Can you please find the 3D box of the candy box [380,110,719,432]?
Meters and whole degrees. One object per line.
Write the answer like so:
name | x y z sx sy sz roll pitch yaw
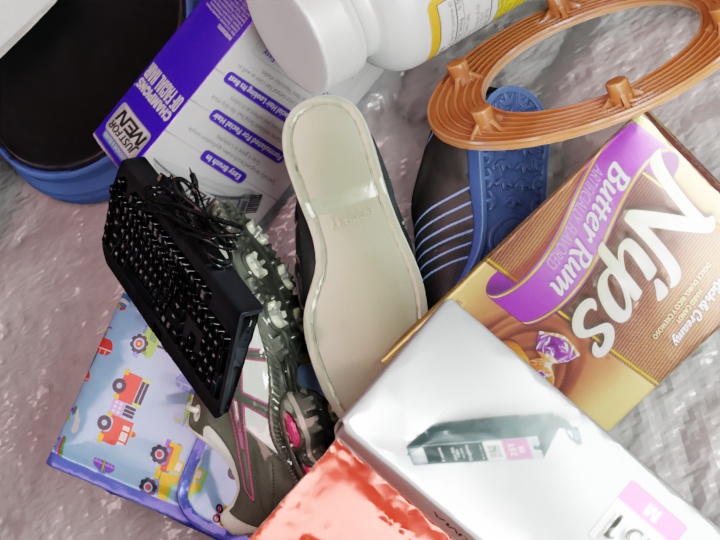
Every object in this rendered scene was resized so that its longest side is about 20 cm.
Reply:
candy box | 0.123 0.020 1.373 0.200 0.056 0.117 -43 89 11

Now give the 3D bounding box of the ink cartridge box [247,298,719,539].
ink cartridge box | 0.064 0.144 1.312 0.200 0.044 0.174 41 73 2

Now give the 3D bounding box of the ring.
ring | 0.129 -0.126 1.415 0.200 0.019 0.201 -20 23 9

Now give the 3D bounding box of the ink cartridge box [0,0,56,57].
ink cartridge box | -0.294 -0.251 1.741 0.084 0.146 0.200 -41 35 15

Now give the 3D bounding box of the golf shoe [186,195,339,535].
golf shoe | -0.069 0.055 1.452 0.088 0.077 0.200 -24 74 15

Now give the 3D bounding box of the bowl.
bowl | -0.180 -0.146 1.718 0.200 0.039 0.201 -14 64 32

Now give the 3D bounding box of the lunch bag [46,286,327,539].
lunch bag | -0.064 0.091 1.519 0.200 0.094 0.151 20 82 27

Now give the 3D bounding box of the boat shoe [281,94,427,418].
boat shoe | -0.002 0.000 1.461 0.074 0.066 0.200 -18 78 5

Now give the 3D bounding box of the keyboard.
keyboard | -0.116 -0.006 1.450 0.200 0.040 0.104 47 126 51

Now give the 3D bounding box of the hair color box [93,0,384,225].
hair color box | -0.061 -0.125 1.572 0.200 0.109 0.065 -51 43 8

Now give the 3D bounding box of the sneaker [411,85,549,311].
sneaker | 0.065 -0.008 1.471 0.078 0.070 0.201 -4 75 62

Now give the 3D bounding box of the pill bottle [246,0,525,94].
pill bottle | 0.036 -0.187 1.472 0.200 0.113 0.113 -33 48 -19
